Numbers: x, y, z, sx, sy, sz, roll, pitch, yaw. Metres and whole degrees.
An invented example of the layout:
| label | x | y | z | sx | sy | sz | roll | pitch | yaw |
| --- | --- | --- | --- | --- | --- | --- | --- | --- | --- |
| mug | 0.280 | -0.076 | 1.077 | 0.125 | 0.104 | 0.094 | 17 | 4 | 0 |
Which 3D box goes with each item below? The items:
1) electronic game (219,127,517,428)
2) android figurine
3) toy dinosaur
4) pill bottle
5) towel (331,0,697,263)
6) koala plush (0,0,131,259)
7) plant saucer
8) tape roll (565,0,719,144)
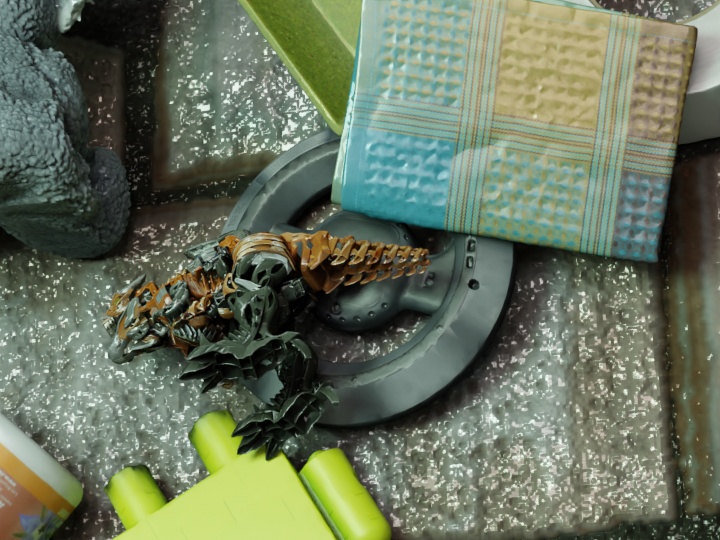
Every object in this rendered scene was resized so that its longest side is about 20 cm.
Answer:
| label | x | y | z | sx | sy | sz | roll | pitch | yaw |
| --- | --- | --- | --- | --- | --- | --- | --- | --- | --- |
| electronic game | 0.000 | 0.000 | 1.457 | 0.199 | 0.042 | 0.201 | -8 | 67 | 19 |
| android figurine | -0.068 | 0.183 | 1.400 | 0.182 | 0.041 | 0.200 | -34 | 62 | -3 |
| toy dinosaur | -0.062 | 0.020 | 1.402 | 0.200 | 0.102 | 0.136 | -34 | 40 | 31 |
| pill bottle | -0.268 | 0.171 | 1.416 | 0.112 | 0.112 | 0.200 | 37 | 81 | 24 |
| towel | 0.089 | -0.091 | 1.407 | 0.199 | 0.022 | 0.147 | 10 | 92 | 8 |
| koala plush | -0.229 | -0.125 | 1.462 | 0.176 | 0.184 | 0.201 | 2 | 75 | -2 |
| plant saucer | 0.008 | -0.221 | 1.483 | 0.200 | 0.048 | 0.200 | -45 | 70 | 25 |
| tape roll | 0.187 | -0.182 | 1.471 | 0.201 | 0.071 | 0.203 | -5 | 68 | 12 |
